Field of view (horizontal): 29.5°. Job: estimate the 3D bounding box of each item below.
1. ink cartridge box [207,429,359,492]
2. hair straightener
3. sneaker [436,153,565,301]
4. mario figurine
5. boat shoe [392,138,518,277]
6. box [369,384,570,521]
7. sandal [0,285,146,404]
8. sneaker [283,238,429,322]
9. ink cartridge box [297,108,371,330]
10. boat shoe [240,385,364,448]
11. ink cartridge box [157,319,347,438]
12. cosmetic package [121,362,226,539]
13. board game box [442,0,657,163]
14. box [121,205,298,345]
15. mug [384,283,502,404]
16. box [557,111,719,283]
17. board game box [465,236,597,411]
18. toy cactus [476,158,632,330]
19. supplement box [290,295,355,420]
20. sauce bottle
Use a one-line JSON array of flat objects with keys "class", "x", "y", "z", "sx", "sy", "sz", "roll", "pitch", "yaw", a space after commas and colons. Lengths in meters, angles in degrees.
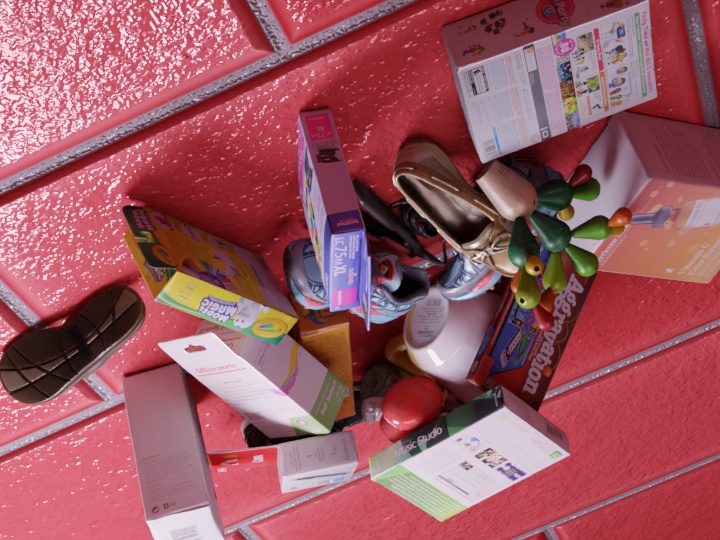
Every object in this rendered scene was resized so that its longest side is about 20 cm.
[{"class": "ink cartridge box", "x": -0.095, "y": 0.242, "z": 1.676, "sx": 0.173, "sy": 0.045, "sz": 0.200, "roll": -9, "pitch": 166, "yaw": -6}, {"class": "hair straightener", "x": 0.049, "y": -0.053, "z": 1.535, "sx": 0.077, "sy": 0.041, "sz": 0.199, "roll": -35, "pitch": 140, "yaw": 21}, {"class": "sneaker", "x": 0.139, "y": -0.055, "z": 1.556, "sx": 0.095, "sy": 0.080, "sz": 0.201, "roll": 28, "pitch": 115, "yaw": -24}, {"class": "mario figurine", "x": 0.076, "y": 0.201, "z": 1.692, "sx": 0.122, "sy": 0.107, "sz": 0.200, "roll": -19, "pitch": 155, "yaw": 21}, {"class": "boat shoe", "x": 0.111, "y": -0.055, "z": 1.472, "sx": 0.073, "sy": 0.063, "sz": 0.201, "roll": -33, "pitch": 112, "yaw": 32}, {"class": "box", "x": 0.129, "y": 0.220, "z": 1.623, "sx": 0.199, "sy": 0.037, "sz": 0.144, "roll": -33, "pitch": 133, "yaw": 24}, {"class": "sandal", "x": -0.319, "y": 0.086, "z": 1.542, "sx": 0.199, "sy": 0.082, "sz": 0.055, "roll": -36, "pitch": 162, "yaw": 10}, {"class": "sneaker", "x": 0.000, "y": 0.000, "z": 1.527, "sx": 0.095, "sy": 0.081, "sz": 0.199, "roll": -20, "pitch": 157, "yaw": 38}, {"class": "ink cartridge box", "x": -0.027, "y": -0.050, "z": 1.375, "sx": 0.041, "sy": 0.202, "sz": 0.120, "roll": -11, "pitch": 142, "yaw": -11}, {"class": "boat shoe", "x": -0.055, "y": 0.206, "z": 1.791, "sx": 0.196, "sy": 0.067, "sz": 0.075, "roll": -11, "pitch": 142, "yaw": -10}, {"class": "ink cartridge box", "x": -0.124, "y": 0.110, "z": 1.581, "sx": 0.116, "sy": 0.068, "sz": 0.200, "roll": -11, "pitch": 135, "yaw": 45}, {"class": "cosmetic package", "x": -0.224, "y": 0.227, "z": 1.637, "sx": 0.080, "sy": 0.202, "sz": 0.113, "roll": -14, "pitch": 145, "yaw": -3}, {"class": "board game box", "x": 0.195, "y": -0.209, "z": 1.386, "sx": 0.197, "sy": 0.065, "sz": 0.148, "roll": -19, "pitch": 144, "yaw": 3}, {"class": "box", "x": -0.167, "y": 0.004, "z": 1.448, "sx": 0.199, "sy": 0.118, "sz": 0.049, "roll": 27, "pitch": 111, "yaw": -42}, {"class": "mug", "x": 0.122, "y": 0.099, "z": 1.677, "sx": 0.152, "sy": 0.150, "sz": 0.187, "roll": 27, "pitch": 118, "yaw": -34}, {"class": "box", "x": 0.349, "y": -0.081, "z": 1.573, "sx": 0.197, "sy": 0.107, "sz": 0.153, "roll": 5, "pitch": 137, "yaw": -28}, {"class": "board game box", "x": 0.205, "y": 0.065, "z": 1.627, "sx": 0.102, "sy": 0.202, "sz": 0.019, "roll": 33, "pitch": 163, "yaw": -25}, {"class": "toy cactus", "x": 0.193, "y": -0.051, "z": 1.440, "sx": 0.165, "sy": 0.201, "sz": 0.102, "roll": 41, "pitch": 154, "yaw": -10}, {"class": "supplement box", "x": -0.045, "y": 0.106, "z": 1.672, "sx": 0.068, "sy": 0.067, "sz": 0.201, "roll": -14, "pitch": 143, "yaw": -6}, {"class": "sauce bottle", "x": 0.081, "y": 0.174, "z": 1.811, "sx": 0.064, "sy": 0.065, "sz": 0.199, "roll": -38, "pitch": 143, "yaw": 24}]
